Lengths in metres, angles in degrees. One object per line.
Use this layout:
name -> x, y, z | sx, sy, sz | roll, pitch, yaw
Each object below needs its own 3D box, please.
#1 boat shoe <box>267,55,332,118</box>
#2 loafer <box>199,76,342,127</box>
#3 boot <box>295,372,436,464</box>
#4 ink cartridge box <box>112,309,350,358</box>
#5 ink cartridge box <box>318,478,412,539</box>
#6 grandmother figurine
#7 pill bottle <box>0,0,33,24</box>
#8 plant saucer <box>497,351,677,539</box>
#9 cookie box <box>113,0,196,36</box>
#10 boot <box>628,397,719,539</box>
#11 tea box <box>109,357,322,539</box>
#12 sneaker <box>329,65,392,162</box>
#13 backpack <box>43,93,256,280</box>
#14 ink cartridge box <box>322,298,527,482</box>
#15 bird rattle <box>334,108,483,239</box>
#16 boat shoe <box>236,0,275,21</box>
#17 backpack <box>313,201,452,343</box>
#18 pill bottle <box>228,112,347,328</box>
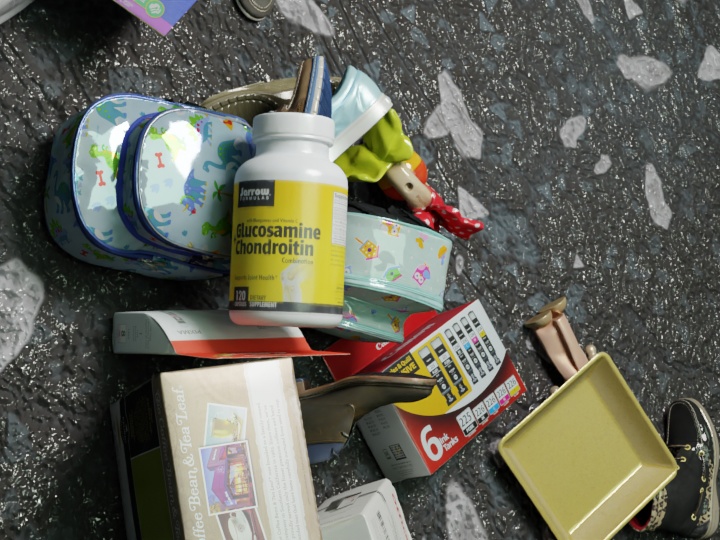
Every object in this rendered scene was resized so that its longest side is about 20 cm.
boat shoe -> -0.076, -0.139, 1.241 | 0.072, 0.072, 0.201 | 69, 28, -65
loafer -> -0.106, -0.182, 1.357 | 0.199, 0.067, 0.077 | -14, 110, -26
boot -> -0.013, 0.161, 1.263 | 0.075, 0.198, 0.098 | 13, 72, -77
ink cartridge box -> -0.131, 0.061, 1.168 | 0.162, 0.199, 0.058 | 1, 84, -39
ink cartridge box -> 0.004, 0.310, 1.204 | 0.200, 0.082, 0.148 | 6, 65, -82
grandmother figurine -> 0.296, 0.143, 1.578 | 0.121, 0.060, 0.201 | -35, 96, -31
pill bottle -> -0.400, -0.342, 1.145 | 0.200, 0.108, 0.109 | 53, 51, -12
plant saucer -> 0.287, 0.240, 1.514 | 0.200, 0.048, 0.201 | -37, 101, -18
cookie box -> -0.250, -0.358, 1.233 | 0.171, 0.075, 0.201 | 35, 23, -25
boot -> 0.429, 0.275, 1.634 | 0.150, 0.073, 0.202 | 9, 75, -36
tea box -> -0.141, 0.202, 1.104 | 0.133, 0.197, 0.202 | -5, 79, -26
sneaker -> -0.061, -0.152, 1.323 | 0.200, 0.074, 0.082 | -43, 98, -10
backpack -> -0.206, -0.089, 1.183 | 0.199, 0.147, 0.185 | 8, 80, -33
ink cartridge box -> 0.077, 0.122, 1.391 | 0.200, 0.084, 0.176 | -34, 96, -40
bird rattle -> 0.061, -0.112, 1.422 | 0.200, 0.113, 0.163 | 37, 14, -14
boat shoe -> -0.119, -0.404, 1.424 | 0.067, 0.057, 0.202 | 15, 67, -34
backpack -> 0.000, 0.000, 1.293 | 0.175, 0.199, 0.155 | 18, 75, -35
pill bottle -> -0.069, -0.046, 1.133 | 0.111, 0.112, 0.202 | 4, 86, -37
